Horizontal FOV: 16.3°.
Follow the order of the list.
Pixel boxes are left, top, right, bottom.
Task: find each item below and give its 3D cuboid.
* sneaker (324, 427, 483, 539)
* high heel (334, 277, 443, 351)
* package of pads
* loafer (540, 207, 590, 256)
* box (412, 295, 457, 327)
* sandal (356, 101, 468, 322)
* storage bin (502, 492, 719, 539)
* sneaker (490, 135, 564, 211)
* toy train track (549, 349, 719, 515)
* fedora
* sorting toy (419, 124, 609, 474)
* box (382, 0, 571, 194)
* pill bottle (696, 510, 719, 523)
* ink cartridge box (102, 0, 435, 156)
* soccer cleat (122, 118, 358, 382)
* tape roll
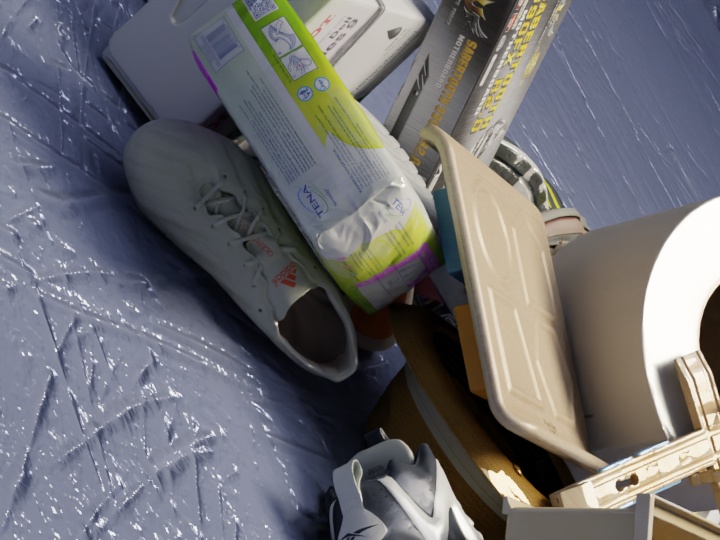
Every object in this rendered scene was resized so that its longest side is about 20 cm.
[{"bbox_3d":[0.043,0.154,1.445,0.199,0.079,0.130,11,55,-53],"label":"sneaker"},{"bbox_3d":[0.000,0.000,1.688,0.096,0.068,0.200,23,24,23],"label":"high heel"},{"bbox_3d":[-0.021,-0.064,1.476,0.155,0.068,0.200,57,1,17],"label":"package of pads"},{"bbox_3d":[0.146,-0.007,1.900,0.063,0.072,0.200,66,15,7],"label":"loafer"},{"bbox_3d":[0.085,0.011,1.883,0.200,0.044,0.161,37,24,-45],"label":"box"},{"bbox_3d":[0.023,-0.030,1.606,0.203,0.050,0.082,58,13,27],"label":"sandal"},{"bbox_3d":[0.152,0.241,1.409,0.198,0.093,0.201,27,64,-57],"label":"storage bin"},{"bbox_3d":[0.124,-0.056,2.090,0.200,0.074,0.085,52,9,-42],"label":"sneaker"},{"bbox_3d":[0.196,0.115,1.526,0.199,0.032,0.115,-18,92,-38],"label":"toy train track"},{"bbox_3d":[0.060,0.114,1.550,0.201,0.082,0.201,48,12,-14],"label":"fedora"},{"bbox_3d":[0.090,0.024,1.537,0.185,0.036,0.201,31,41,-65],"label":"sorting toy"},{"bbox_3d":[0.074,-0.128,1.726,0.048,0.201,0.158,30,17,13],"label":"box"},{"bbox_3d":[0.155,0.120,1.761,0.200,0.111,0.111,51,18,-14],"label":"pill bottle"},{"bbox_3d":[-0.055,-0.148,1.616,0.084,0.146,0.200,52,17,13],"label":"ink cartridge box"},{"bbox_3d":[-0.063,-0.013,1.477,0.200,0.069,0.078,49,1,-32],"label":"soccer cleat"},{"bbox_3d":[0.222,0.059,1.664,0.202,0.139,0.204,6,79,-31],"label":"tape roll"}]
